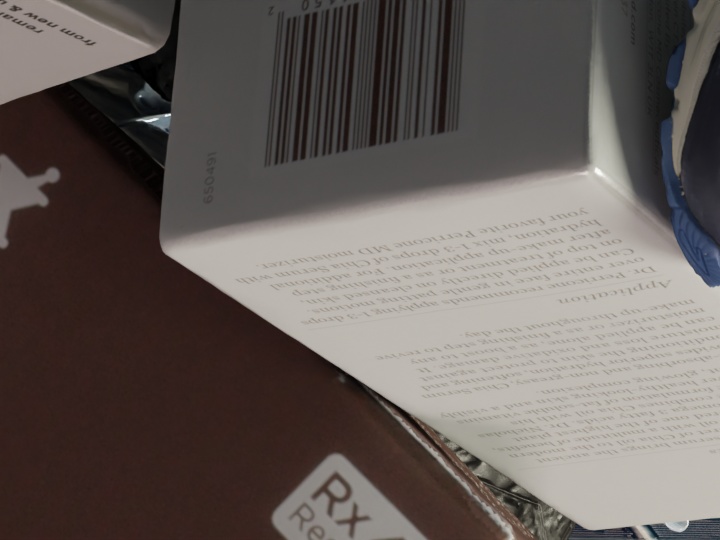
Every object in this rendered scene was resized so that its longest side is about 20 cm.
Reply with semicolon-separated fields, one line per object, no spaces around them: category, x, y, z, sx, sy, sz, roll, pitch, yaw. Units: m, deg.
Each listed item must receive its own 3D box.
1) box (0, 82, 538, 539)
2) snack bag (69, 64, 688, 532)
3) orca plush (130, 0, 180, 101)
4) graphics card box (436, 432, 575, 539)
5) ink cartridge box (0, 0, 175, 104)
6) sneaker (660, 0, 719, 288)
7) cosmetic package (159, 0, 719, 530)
box;-0.065;0.075;0.774;0.166;0.164;0.200;45;180;11
snack bag;0.000;0.000;0.916;0.188;0.021;0.200;37;179;-21
orca plush;-0.048;-0.074;0.852;0.200;0.071;0.105;22;155;-36
graphics card box;-0.023;0.040;1.067;0.125;0.051;0.200;26;-179;-41
ink cartridge box;-0.127;-0.107;0.681;0.084;0.145;0.200;24;154;-40
sneaker;0.141;-0.065;0.575;0.085;0.200;0.077;32;160;47
cosmetic package;0.052;-0.008;0.661;0.101;0.071;0.200;-9;154;28
